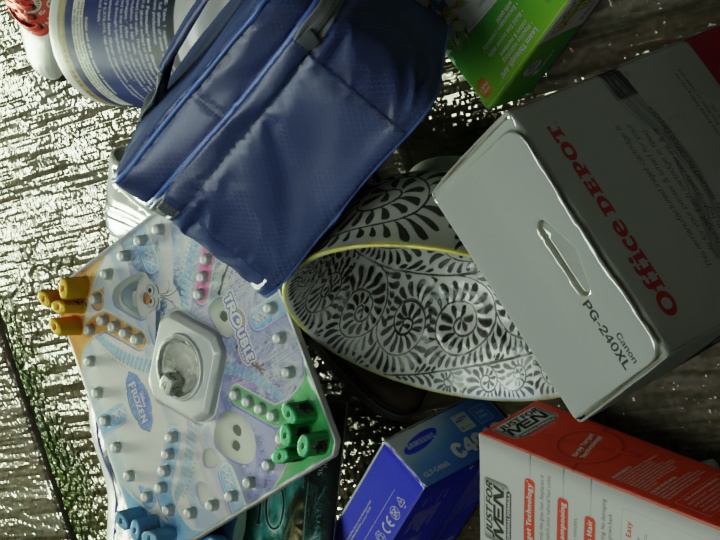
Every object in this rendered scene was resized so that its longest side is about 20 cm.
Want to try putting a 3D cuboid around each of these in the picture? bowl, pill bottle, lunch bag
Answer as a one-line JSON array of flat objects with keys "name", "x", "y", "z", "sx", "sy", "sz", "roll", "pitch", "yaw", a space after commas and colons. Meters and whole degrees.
[{"name": "bowl", "x": 0.060, "y": -0.006, "z": 1.366, "sx": 0.199, "sy": 0.095, "sz": 0.201, "roll": 11, "pitch": 154, "yaw": 6}, {"name": "pill bottle", "x": -0.099, "y": -0.158, "z": 1.471, "sx": 0.199, "sy": 0.111, "sz": 0.112, "roll": 6, "pitch": 112, "yaw": 45}, {"name": "lunch bag", "x": -0.047, "y": -0.105, "z": 1.313, "sx": 0.132, "sy": 0.136, "sz": 0.200, "roll": 35, "pitch": 116, "yaw": -12}]

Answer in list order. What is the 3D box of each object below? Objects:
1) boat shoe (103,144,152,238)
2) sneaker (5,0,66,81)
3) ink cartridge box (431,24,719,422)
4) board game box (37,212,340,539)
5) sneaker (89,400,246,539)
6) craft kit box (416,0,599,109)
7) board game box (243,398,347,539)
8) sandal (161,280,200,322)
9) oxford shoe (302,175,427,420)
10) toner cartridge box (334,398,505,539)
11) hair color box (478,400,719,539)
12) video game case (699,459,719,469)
[{"name": "boat shoe", "x": -0.114, "y": -0.046, "z": 1.566, "sx": 0.199, "sy": 0.073, "sz": 0.067, "roll": 10, "pitch": 116, "yaw": 44}, {"name": "sneaker", "x": -0.240, "y": -0.213, "z": 1.594, "sx": 0.067, "sy": 0.108, "sz": 0.202, "roll": 36, "pitch": 130, "yaw": 30}, {"name": "ink cartridge box", "x": 0.155, "y": -0.029, "z": 1.201, "sx": 0.146, "sy": 0.199, "sz": 0.083, "roll": 57, "pitch": 138, "yaw": 10}, {"name": "board game box", "x": -0.115, "y": 0.062, "z": 1.458, "sx": 0.200, "sy": 0.026, "sz": 0.201, "roll": -34, "pitch": 70, "yaw": 40}, {"name": "sneaker", "x": -0.121, "y": 0.120, "z": 1.563, "sx": 0.146, "sy": 0.080, "sz": 0.201, "roll": -33, "pitch": 55, "yaw": 52}, {"name": "craft kit box", "x": 0.072, "y": -0.230, "z": 1.314, "sx": 0.198, "sy": 0.048, "sz": 0.200, "roll": 54, "pitch": 138, "yaw": 17}, {"name": "board game box", "x": -0.063, "y": 0.148, "z": 1.552, "sx": 0.200, "sy": 0.028, "sz": 0.136, "roll": -179, "pitch": 94, "yaw": -67}, {"name": "sandal", "x": -0.101, "y": 0.033, "z": 1.575, "sx": 0.079, "sy": 0.059, "sz": 0.207, "roll": 59, "pitch": 169, "yaw": 2}, {"name": "oxford shoe", "x": 0.000, "y": 0.000, "z": 1.473, "sx": 0.084, "sy": 0.073, "sz": 0.201, "roll": -22, "pitch": 93, "yaw": 43}, {"name": "toner cartridge box", "x": 0.024, "y": 0.171, "z": 1.508, "sx": 0.043, "sy": 0.095, "sz": 0.200, "roll": 47, "pitch": 134, "yaw": 20}, {"name": "hair color box", "x": 0.163, "y": 0.158, "z": 1.347, "sx": 0.199, "sy": 0.061, "sz": 0.102, "roll": 20, "pitch": 122, "yaw": 38}, {"name": "video game case", "x": 0.187, "y": 0.226, "z": 1.419, "sx": 0.182, "sy": 0.024, "sz": 0.201, "roll": -21, "pitch": 93, "yaw": 49}]
